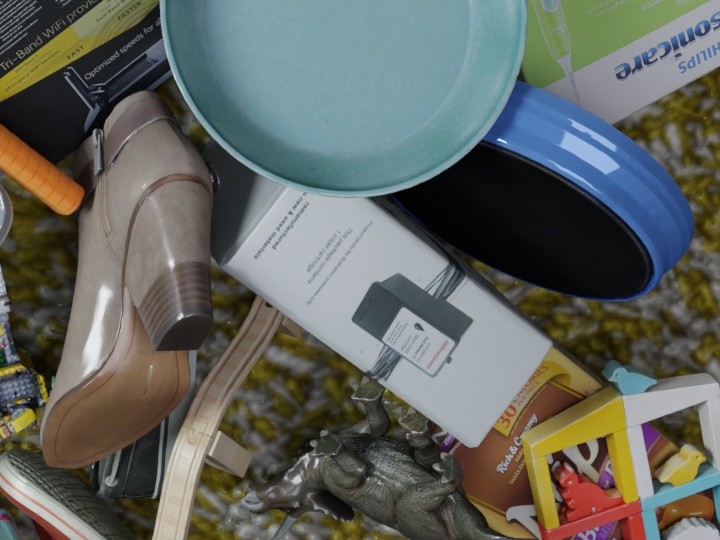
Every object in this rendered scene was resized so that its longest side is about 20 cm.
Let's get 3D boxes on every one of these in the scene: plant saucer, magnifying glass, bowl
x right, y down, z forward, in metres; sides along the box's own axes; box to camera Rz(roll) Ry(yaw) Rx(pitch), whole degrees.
[{"bbox_3d":[-0.010,-0.138,1.191,0.198,0.036,0.202,1,87,-11],"label":"plant saucer"},{"bbox_3d":[-0.227,-0.092,1.175,0.200,0.079,0.022,37,77,-30],"label":"magnifying glass"},{"bbox_3d":[0.094,-0.045,1.288,0.200,0.200,0.040,36,70,-24],"label":"bowl"}]

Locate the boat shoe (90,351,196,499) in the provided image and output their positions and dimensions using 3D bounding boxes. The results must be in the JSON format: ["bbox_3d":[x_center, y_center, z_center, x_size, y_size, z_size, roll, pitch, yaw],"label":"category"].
[{"bbox_3d":[-0.134,0.047,1.321,0.063,0.071,0.202,-4,111,-17],"label":"boat shoe"}]

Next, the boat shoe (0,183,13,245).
[{"bbox_3d":[-0.272,-0.064,1.166,0.201,0.065,0.075,34,80,-19],"label":"boat shoe"}]

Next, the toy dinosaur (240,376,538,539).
[{"bbox_3d":[0.026,0.130,1.359,0.199,0.077,0.103,11,145,17],"label":"toy dinosaur"}]

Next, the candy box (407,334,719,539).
[{"bbox_3d":[0.141,0.134,1.441,0.200,0.056,0.117,38,95,-23],"label":"candy box"}]

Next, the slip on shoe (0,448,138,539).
[{"bbox_3d":[-0.161,0.187,1.363,0.061,0.074,0.200,-37,119,2],"label":"slip on shoe"}]

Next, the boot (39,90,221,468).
[{"bbox_3d":[-0.138,0.002,1.252,0.070,0.147,0.200,7,144,-37],"label":"boot"}]

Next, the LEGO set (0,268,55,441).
[{"bbox_3d":[-0.265,0.055,1.258,0.198,0.116,0.155,-6,110,-14],"label":"LEGO set"}]

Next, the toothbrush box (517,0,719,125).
[{"bbox_3d":[0.121,-0.191,1.295,0.145,0.086,0.201,-29,114,-18],"label":"toothbrush box"}]

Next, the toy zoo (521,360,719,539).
[{"bbox_3d":[0.176,0.148,1.415,0.130,0.020,0.201,-18,112,-10],"label":"toy zoo"}]

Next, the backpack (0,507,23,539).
[{"bbox_3d":[-0.255,0.229,1.276,0.149,0.200,0.179,0,108,-16],"label":"backpack"}]

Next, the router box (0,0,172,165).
[{"bbox_3d":[-0.142,-0.162,1.215,0.200,0.052,0.157,-38,148,-3],"label":"router box"}]

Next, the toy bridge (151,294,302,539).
[{"bbox_3d":[-0.088,0.106,1.322,0.027,0.067,0.201,18,78,20],"label":"toy bridge"}]

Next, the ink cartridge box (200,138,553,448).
[{"bbox_3d":[0.000,0.000,1.304,0.200,0.147,0.083,37,94,-25],"label":"ink cartridge box"}]
